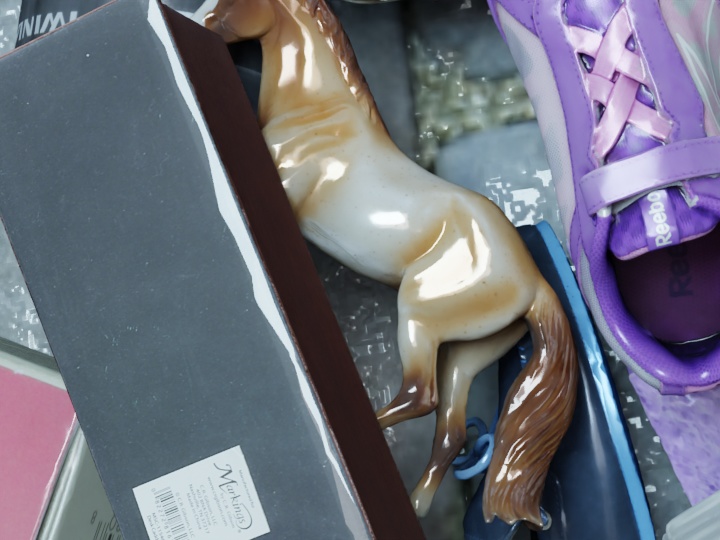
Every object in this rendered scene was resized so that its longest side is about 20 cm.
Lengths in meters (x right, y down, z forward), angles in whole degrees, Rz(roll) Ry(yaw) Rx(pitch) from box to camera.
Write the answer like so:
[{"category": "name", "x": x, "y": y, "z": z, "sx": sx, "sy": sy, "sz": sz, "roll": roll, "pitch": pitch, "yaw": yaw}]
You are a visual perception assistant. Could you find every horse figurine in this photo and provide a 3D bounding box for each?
[{"category": "horse figurine", "x": 0.000, "y": 0.000, "z": 0.715, "sx": 0.199, "sy": 0.050, "sz": 0.133, "roll": 37, "pitch": 88, "yaw": 10}]

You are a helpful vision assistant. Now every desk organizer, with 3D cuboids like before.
[{"category": "desk organizer", "x": -0.046, "y": 0.023, "z": 0.660, "sx": 0.071, "sy": 0.077, "sz": 0.202, "roll": -24, "pitch": 81, "yaw": 11}]

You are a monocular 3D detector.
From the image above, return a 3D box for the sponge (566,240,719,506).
[{"category": "sponge", "x": 0.182, "y": -0.007, "z": 0.746, "sx": 0.199, "sy": 0.030, "sz": 0.112, "roll": -29, "pitch": 88, "yaw": 12}]

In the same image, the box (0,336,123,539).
[{"category": "box", "x": -0.161, "y": 0.069, "z": 0.746, "sx": 0.198, "sy": 0.128, "sz": 0.110, "roll": 18, "pitch": 87, "yaw": 24}]

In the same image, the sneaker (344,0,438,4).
[{"category": "sneaker", "x": 0.062, "y": -0.115, "z": 0.735, "sx": 0.199, "sy": 0.075, "sz": 0.106, "roll": 28, "pitch": 62, "yaw": 19}]

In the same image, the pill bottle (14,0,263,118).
[{"category": "pill bottle", "x": -0.069, "y": -0.107, "z": 0.786, "sx": 0.105, "sy": 0.106, "sz": 0.202, "roll": 5, "pitch": 82, "yaw": 10}]

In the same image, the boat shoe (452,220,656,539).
[{"category": "boat shoe", "x": 0.066, "y": 0.084, "z": 0.746, "sx": 0.068, "sy": 0.084, "sz": 0.202, "roll": -15, "pitch": 77, "yaw": 6}]

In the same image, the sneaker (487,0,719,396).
[{"category": "sneaker", "x": 0.089, "y": -0.046, "z": 0.678, "sx": 0.080, "sy": 0.089, "sz": 0.202, "roll": -15, "pitch": 108, "yaw": 14}]

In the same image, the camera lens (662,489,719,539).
[{"category": "camera lens", "x": 0.213, "y": 0.106, "z": 0.667, "sx": 0.199, "sy": 0.160, "sz": 0.161, "roll": -25, "pitch": 78, "yaw": -3}]
